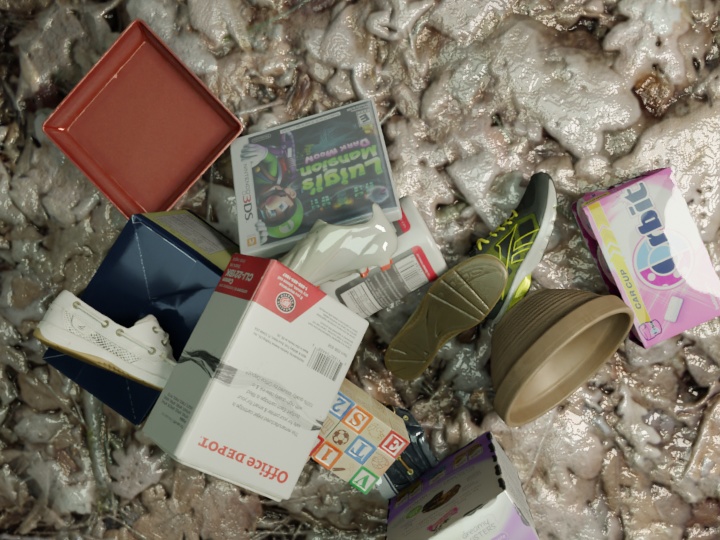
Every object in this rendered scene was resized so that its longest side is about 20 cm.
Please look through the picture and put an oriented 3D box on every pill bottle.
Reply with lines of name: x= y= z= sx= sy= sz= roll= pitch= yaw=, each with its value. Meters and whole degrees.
pill bottle: x=0.000 y=0.000 z=0.874 sx=0.199 sy=0.111 sz=0.111 roll=-28 pitch=93 yaw=7

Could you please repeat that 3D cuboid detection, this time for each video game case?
video game case: x=-0.062 y=-0.116 z=0.865 sx=0.198 sy=0.023 sz=0.183 roll=-15 pitch=60 yaw=6

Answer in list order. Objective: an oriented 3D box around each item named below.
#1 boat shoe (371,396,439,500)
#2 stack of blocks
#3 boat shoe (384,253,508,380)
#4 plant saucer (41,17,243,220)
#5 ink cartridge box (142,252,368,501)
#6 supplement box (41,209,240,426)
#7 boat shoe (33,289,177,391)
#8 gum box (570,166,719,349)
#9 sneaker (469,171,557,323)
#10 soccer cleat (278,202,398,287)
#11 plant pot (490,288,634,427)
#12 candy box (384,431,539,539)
boat shoe: x=0.020 y=0.193 z=0.918 sx=0.090 sy=0.071 sz=0.201 roll=-32 pitch=93 yaw=-4
stack of blocks: x=-0.054 y=0.180 z=0.831 sx=0.199 sy=0.059 sz=0.115 roll=37 pitch=99 yaw=-14
boat shoe: x=0.106 y=0.053 z=0.868 sx=0.073 sy=0.063 sz=0.201 roll=37 pitch=114 yaw=0
plant saucer: x=-0.283 y=-0.187 z=0.919 sx=0.200 sy=0.037 sz=0.200 roll=-45 pitch=91 yaw=7
ink cartridge box: x=-0.101 y=0.106 z=0.698 sx=0.144 sy=0.083 sz=0.201 roll=36 pitch=73 yaw=-37
supplement box: x=-0.239 y=0.045 z=0.854 sx=0.134 sy=0.200 sz=0.201 roll=35 pitch=98 yaw=-1
boat shoe: x=-0.228 y=0.078 z=0.721 sx=0.199 sy=0.071 sz=0.070 roll=26 pitch=72 yaw=-13
gum box: x=0.355 y=-0.021 z=0.862 sx=0.113 sy=0.066 sz=0.202 roll=-25 pitch=93 yaw=5
sneaker: x=0.184 y=-0.030 z=0.873 sx=0.084 sy=0.074 sz=0.202 roll=18 pitch=97 yaw=4
soccer cleat: x=-0.055 y=-0.014 z=0.793 sx=0.198 sy=0.069 sz=0.078 roll=-20 pitch=97 yaw=5
plant pot: x=0.224 y=0.089 z=0.844 sx=0.201 sy=0.201 sz=0.093 roll=-46 pitch=58 yaw=7
candy box: x=0.116 y=0.298 z=0.848 sx=0.167 sy=0.200 sz=0.072 roll=-35 pitch=92 yaw=8
